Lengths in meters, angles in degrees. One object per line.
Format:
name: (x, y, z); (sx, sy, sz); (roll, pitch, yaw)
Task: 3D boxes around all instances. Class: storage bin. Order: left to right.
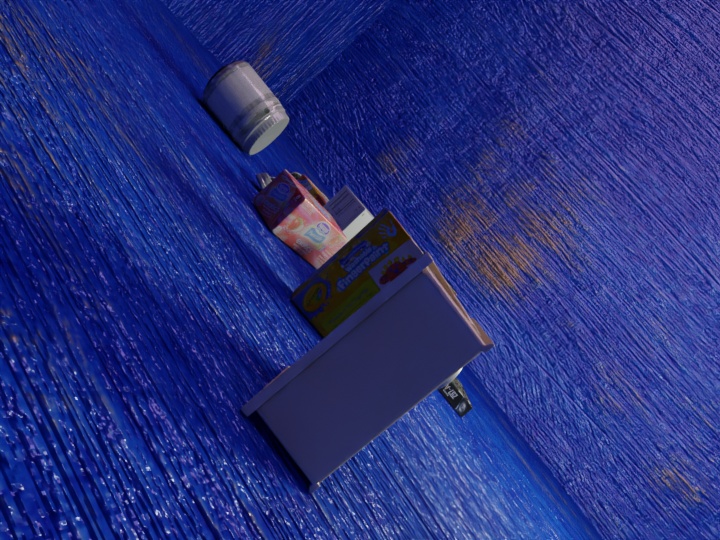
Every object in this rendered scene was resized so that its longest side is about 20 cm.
storage bin: (0.014, 0.081, 0.583); (0.094, 0.199, 0.199); (50, 5, 1)

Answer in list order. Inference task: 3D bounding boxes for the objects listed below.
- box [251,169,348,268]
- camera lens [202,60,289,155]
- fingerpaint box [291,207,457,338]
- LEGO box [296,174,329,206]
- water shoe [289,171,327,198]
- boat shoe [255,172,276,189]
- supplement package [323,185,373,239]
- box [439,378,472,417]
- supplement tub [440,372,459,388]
box: (-0.118, -0.099, 1.252); (0.103, 0.094, 0.200); (54, 7, 35)
camera lens: (-0.303, -0.430, 1.600); (0.201, 0.159, 0.160); (49, 5, -2)
fingerpaint box: (0.019, 0.034, 0.944); (0.167, 0.199, 0.073); (48, 4, -8)
LEGO box: (-0.118, -0.173, 1.831); (0.150, 0.077, 0.200); (54, 6, 32)
water shoe: (-0.164, -0.250, 2.008); (0.201, 0.071, 0.079); (49, 3, -20)
boat shoe: (-0.172, -0.170, 1.439); (0.202, 0.065, 0.075); (45, 7, -43)
supplement package: (-0.030, -0.114, 1.744); (0.111, 0.155, 0.200); (50, 5, 32)
box: (0.239, 0.309, 1.720); (0.161, 0.043, 0.200); (50, 5, -5)
supplement tub: (0.126, 0.149, 1.334); (0.201, 0.144, 0.145); (48, 6, -19)
